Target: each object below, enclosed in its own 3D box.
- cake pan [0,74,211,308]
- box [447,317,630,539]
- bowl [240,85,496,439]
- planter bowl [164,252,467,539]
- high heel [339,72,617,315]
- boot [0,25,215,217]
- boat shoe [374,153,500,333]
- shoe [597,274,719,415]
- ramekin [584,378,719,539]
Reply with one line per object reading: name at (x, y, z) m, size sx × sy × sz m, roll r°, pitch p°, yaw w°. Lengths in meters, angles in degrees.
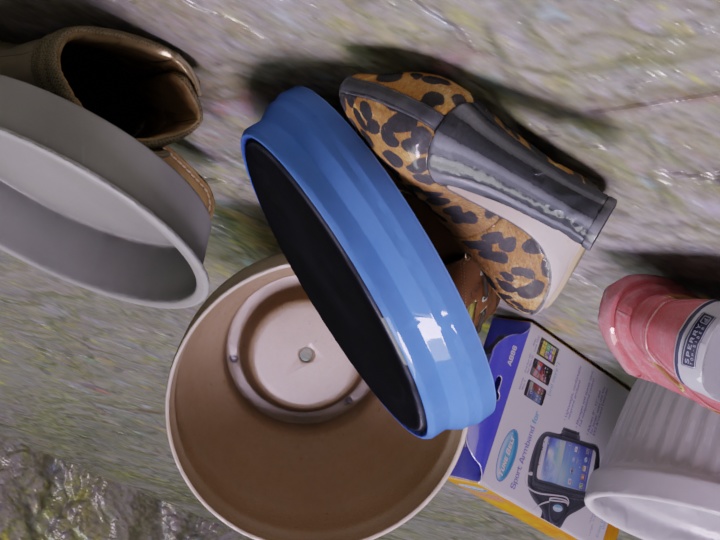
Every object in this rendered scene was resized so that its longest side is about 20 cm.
cake pan at (-0.164, -0.044, 0.974) m, size 0.200 × 0.037 × 0.200 m, roll 22°, pitch 161°, yaw 8°
box at (0.130, 0.116, 1.298) m, size 0.041 × 0.119 × 0.200 m, roll 5°, pitch 160°, yaw 44°
bowl at (0.000, 0.000, 0.957) m, size 0.201 × 0.039 × 0.201 m, roll 56°, pitch 169°, yaw 16°
planter bowl at (-0.033, 0.071, 1.251) m, size 0.200 × 0.200 × 0.135 m, roll 22°, pitch -167°, yaw -12°
high heel at (0.053, -0.044, 0.943) m, size 0.142 × 0.071 × 0.200 m, roll 30°, pitch 170°, yaw 5°
boot at (-0.129, -0.072, 1.029) m, size 0.200 × 0.073 × 0.155 m, roll 36°, pitch 157°, yaw -34°
boat shoe at (0.046, -0.007, 1.048) m, size 0.072 × 0.068 × 0.200 m, roll 14°, pitch 164°, yaw 23°
shoe at (0.226, 0.054, 1.066) m, size 0.200 × 0.072 × 0.091 m, roll 23°, pitch -178°, yaw -40°
ramekin at (0.259, 0.135, 1.232) m, size 0.200 × 0.105 × 0.200 m, roll 17°, pitch 166°, yaw 4°
